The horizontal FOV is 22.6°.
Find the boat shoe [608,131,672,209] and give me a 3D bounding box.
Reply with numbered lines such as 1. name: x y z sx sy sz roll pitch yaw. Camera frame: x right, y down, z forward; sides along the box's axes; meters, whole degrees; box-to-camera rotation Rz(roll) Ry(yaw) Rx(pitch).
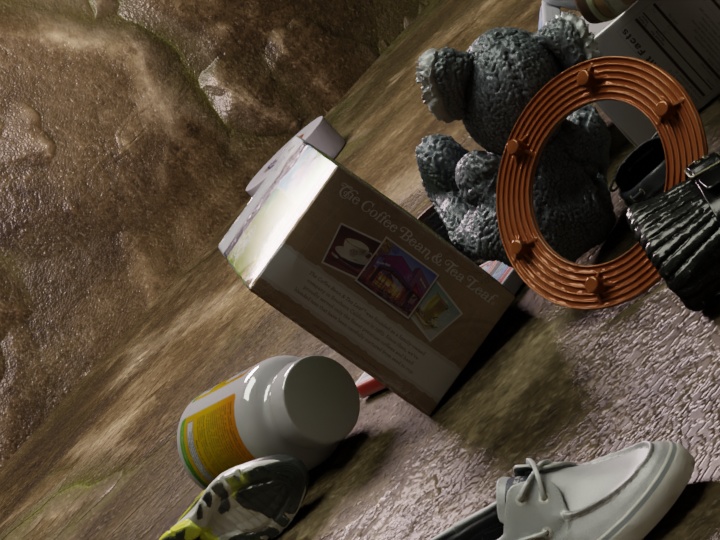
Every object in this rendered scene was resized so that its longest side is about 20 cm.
1. boat shoe: 0.241 -0.078 1.459 0.075 0.062 0.200 -44 9 8

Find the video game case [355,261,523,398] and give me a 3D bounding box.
1. video game case: 0.083 0.046 1.703 0.143 0.017 0.200 -51 12 -33

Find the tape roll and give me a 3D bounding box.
1. tape roll: -0.121 -0.195 3.340 0.200 0.066 0.200 -42 11 10

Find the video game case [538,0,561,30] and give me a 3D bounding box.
1. video game case: 0.186 -0.168 1.816 0.200 0.022 0.183 -74 -12 -72

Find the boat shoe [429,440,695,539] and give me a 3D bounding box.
1. boat shoe: 0.105 0.147 1.061 0.200 0.069 0.072 -37 12 36

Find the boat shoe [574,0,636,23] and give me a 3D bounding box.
1. boat shoe: 0.261 -0.295 1.604 0.076 0.072 0.200 -11 41 44

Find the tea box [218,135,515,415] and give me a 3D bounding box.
1. tea box: 0.000 0.000 1.591 0.134 0.200 0.197 -54 16 1

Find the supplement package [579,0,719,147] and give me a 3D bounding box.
1. supplement package: 0.300 -0.228 1.663 0.200 0.120 0.121 -39 13 24

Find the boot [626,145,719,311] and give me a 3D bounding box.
1. boot: 0.263 -0.067 1.276 0.158 0.079 0.211 -41 11 17

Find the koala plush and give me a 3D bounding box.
1. koala plush: 0.136 -0.119 1.528 0.176 0.201 0.184 -11 35 -1

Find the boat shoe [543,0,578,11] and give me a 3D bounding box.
1. boat shoe: 0.277 -0.284 1.800 0.074 0.199 0.067 -45 -36 -59

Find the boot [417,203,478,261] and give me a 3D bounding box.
1. boot: 0.087 -0.035 1.832 0.200 0.075 0.097 -34 4 14

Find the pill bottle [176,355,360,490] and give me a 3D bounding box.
1. pill bottle: -0.084 0.144 1.699 0.111 0.111 0.200 -51 12 -34

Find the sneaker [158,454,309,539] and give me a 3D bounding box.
1. sneaker: -0.115 0.211 1.649 0.200 0.074 0.085 -37 12 36

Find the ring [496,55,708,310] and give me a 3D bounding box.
1. ring: 0.180 -0.069 1.395 0.019 0.201 0.200 11 -39 -45
